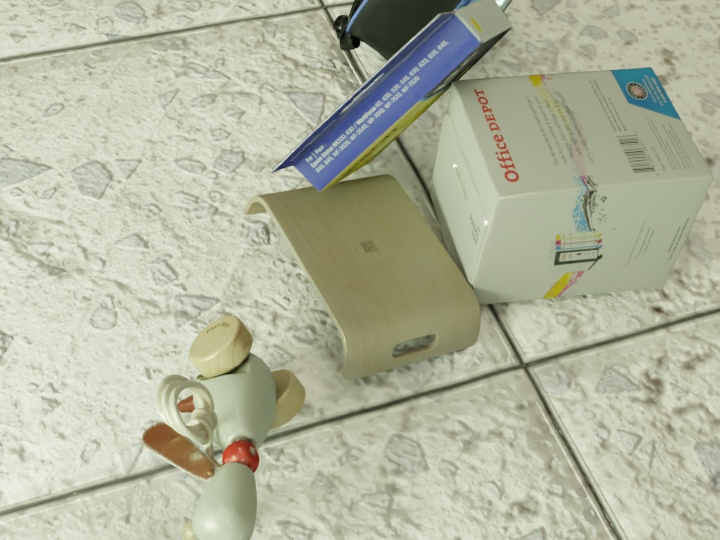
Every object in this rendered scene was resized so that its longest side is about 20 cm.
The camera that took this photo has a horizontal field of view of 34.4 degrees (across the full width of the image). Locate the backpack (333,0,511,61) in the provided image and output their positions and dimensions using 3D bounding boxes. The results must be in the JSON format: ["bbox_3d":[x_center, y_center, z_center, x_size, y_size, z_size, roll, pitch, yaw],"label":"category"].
[{"bbox_3d":[0.089,-0.314,1.214,0.146,0.183,0.202,31,45,-11],"label":"backpack"}]

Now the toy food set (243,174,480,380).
[{"bbox_3d":[0.000,0.000,1.019,0.142,0.061,0.201,-11,53,-32],"label":"toy food set"}]

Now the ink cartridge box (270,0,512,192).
[{"bbox_3d":[0.034,-0.150,1.008,0.047,0.197,0.200,49,25,-3],"label":"ink cartridge box"}]

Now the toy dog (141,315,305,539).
[{"bbox_3d":[-0.111,0.125,0.860,0.133,0.095,0.200,58,22,-8],"label":"toy dog"}]

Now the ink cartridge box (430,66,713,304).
[{"bbox_3d":[0.178,-0.075,1.041,0.196,0.146,0.149,-5,50,-12],"label":"ink cartridge box"}]
